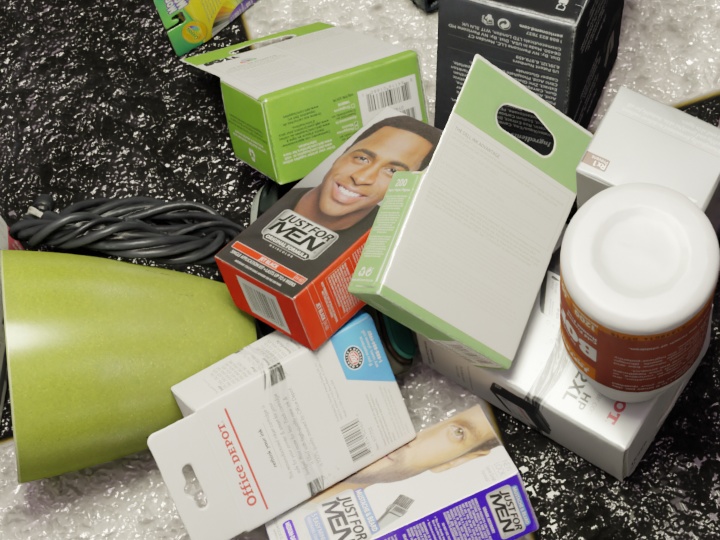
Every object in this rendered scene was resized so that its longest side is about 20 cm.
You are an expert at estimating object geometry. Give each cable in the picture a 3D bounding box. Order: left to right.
[{"bbox_3d":[-0.190,-0.036,1.579,0.198,0.163,0.051,8,94,4],"label":"cable"}]

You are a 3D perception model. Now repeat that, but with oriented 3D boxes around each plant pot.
[{"bbox_3d":[-0.186,0.069,1.531,0.198,0.188,0.189,-5,66,-10],"label":"plant pot"}]

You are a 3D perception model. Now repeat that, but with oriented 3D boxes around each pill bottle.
[{"bbox_3d":[0.201,0.025,1.379,0.111,0.200,0.113,-2,67,5],"label":"pill bottle"}]

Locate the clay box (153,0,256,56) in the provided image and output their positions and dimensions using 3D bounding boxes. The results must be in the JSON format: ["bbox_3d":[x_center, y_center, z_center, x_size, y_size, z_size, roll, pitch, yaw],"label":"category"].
[{"bbox_3d":[-0.110,-0.291,1.695,0.200,0.115,0.048,-39,67,-10],"label":"clay box"}]

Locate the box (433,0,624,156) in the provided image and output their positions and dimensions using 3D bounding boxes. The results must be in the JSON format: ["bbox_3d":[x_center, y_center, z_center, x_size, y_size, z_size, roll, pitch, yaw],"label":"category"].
[{"bbox_3d":[0.143,-0.201,1.548,0.116,0.201,0.198,15,50,14],"label":"box"}]

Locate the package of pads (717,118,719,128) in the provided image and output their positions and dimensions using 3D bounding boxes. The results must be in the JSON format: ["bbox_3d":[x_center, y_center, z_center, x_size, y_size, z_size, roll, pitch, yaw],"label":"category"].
[{"bbox_3d":[0.364,-0.040,1.544,0.119,0.076,0.202,-4,67,3],"label":"package of pads"}]

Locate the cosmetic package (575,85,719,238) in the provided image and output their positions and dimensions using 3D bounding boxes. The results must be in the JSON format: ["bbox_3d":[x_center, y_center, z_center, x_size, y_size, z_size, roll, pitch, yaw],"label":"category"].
[{"bbox_3d":[0.234,-0.055,1.498,0.106,0.200,0.091,26,73,13],"label":"cosmetic package"}]

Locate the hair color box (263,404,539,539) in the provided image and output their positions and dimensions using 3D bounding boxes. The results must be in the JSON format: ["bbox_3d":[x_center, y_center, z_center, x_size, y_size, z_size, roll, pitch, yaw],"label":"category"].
[{"bbox_3d":[0.027,0.192,1.472,0.198,0.065,0.109,-23,29,-4],"label":"hair color box"}]

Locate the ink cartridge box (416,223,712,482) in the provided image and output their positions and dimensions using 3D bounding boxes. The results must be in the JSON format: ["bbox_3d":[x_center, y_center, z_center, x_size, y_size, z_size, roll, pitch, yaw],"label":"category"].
[{"bbox_3d":[0.166,0.052,1.527,0.199,0.084,0.146,30,74,18],"label":"ink cartridge box"}]

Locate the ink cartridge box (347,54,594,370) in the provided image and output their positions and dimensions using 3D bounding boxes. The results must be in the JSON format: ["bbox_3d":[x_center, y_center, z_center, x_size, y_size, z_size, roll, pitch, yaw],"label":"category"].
[{"bbox_3d":[0.089,-0.043,1.449,0.048,0.145,0.202,3,68,55],"label":"ink cartridge box"}]

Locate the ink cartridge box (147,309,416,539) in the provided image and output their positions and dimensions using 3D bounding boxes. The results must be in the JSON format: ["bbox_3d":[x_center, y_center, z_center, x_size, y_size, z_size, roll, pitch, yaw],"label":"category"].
[{"bbox_3d":[-0.070,0.121,1.477,0.199,0.117,0.068,-27,23,-15],"label":"ink cartridge box"}]

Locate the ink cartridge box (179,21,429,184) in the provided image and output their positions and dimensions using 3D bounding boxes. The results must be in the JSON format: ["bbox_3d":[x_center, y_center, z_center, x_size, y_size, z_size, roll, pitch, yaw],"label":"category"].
[{"bbox_3d":[-0.050,-0.151,1.621,0.147,0.077,0.200,-19,22,-20],"label":"ink cartridge box"}]

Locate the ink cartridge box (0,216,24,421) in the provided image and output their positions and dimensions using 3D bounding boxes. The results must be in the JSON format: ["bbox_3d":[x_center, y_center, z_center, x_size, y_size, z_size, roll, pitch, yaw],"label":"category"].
[{"bbox_3d":[-0.347,0.049,1.566,0.084,0.146,0.202,4,68,10],"label":"ink cartridge box"}]

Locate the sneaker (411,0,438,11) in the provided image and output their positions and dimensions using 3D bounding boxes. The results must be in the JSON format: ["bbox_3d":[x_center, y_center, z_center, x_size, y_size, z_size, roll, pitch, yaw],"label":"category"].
[{"bbox_3d":[0.045,-0.279,1.694,0.198,0.074,0.082,6,71,12],"label":"sneaker"}]

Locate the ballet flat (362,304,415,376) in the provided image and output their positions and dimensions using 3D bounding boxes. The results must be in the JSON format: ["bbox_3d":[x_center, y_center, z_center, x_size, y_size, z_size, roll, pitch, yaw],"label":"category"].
[{"bbox_3d":[0.000,0.000,1.587,0.063,0.067,0.202,-25,59,30],"label":"ballet flat"}]

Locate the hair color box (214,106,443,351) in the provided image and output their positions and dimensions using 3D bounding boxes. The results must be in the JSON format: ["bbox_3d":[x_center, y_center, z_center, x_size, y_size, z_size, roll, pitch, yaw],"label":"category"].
[{"bbox_3d":[-0.007,-0.036,1.482,0.200,0.062,0.101,-42,45,-23],"label":"hair color box"}]

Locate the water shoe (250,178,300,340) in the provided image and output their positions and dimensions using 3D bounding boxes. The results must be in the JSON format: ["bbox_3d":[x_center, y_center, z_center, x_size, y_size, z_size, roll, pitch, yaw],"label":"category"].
[{"bbox_3d":[-0.053,-0.005,1.565,0.071,0.079,0.202,4,54,-25],"label":"water shoe"}]
